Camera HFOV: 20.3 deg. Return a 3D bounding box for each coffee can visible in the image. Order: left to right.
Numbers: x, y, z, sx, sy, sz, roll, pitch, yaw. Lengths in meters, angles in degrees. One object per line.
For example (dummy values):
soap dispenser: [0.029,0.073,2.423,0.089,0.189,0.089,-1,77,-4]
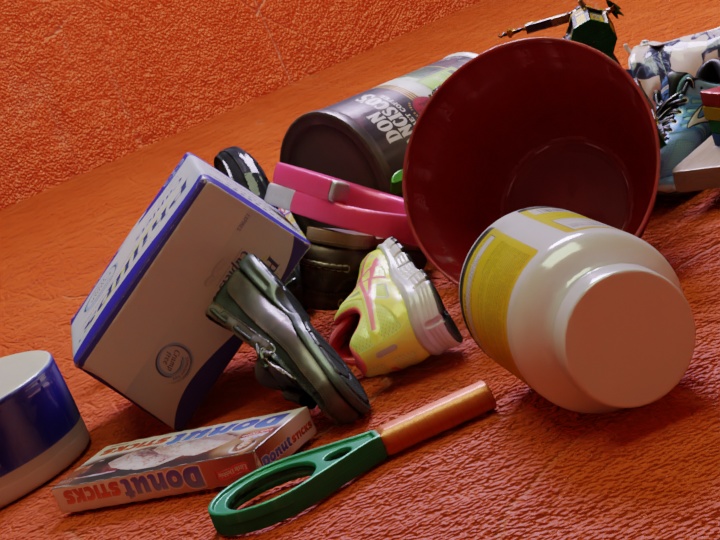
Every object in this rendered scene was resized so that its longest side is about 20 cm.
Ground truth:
coffee can: [0.045,-0.106,1.872,0.199,0.147,0.146,-26,12,-39]

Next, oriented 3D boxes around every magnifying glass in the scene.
magnifying glass: [-0.005,0.121,1.303,0.199,0.023,0.080,-26,12,-7]

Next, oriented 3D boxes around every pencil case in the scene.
pencil case: [0.349,-0.200,1.909,0.199,0.090,0.078,-17,12,21]

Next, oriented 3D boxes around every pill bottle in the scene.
pill bottle: [0.135,0.025,1.241,0.111,0.113,0.200,-23,12,-7]

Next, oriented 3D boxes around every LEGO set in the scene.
LEGO set: [0.151,-0.131,1.628,0.200,0.154,0.116,-39,17,16]

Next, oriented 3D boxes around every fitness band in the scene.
fitness band: [0.006,-0.053,1.671,0.143,0.038,0.200,11,6,-32]

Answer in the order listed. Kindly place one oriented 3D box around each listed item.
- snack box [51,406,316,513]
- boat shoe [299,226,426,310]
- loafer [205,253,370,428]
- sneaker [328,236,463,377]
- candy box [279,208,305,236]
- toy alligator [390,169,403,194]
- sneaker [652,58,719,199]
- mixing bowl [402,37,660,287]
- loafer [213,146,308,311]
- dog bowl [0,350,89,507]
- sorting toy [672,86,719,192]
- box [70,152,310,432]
snack box: [-0.128,0.137,1.438,0.199,0.024,0.072,-14,14,36]
boat shoe: [0.000,0.000,1.688,0.070,0.071,0.200,7,4,25]
loafer: [-0.055,0.063,1.473,0.063,0.072,0.200,-41,38,2]
sneaker: [0.012,0.033,1.527,0.090,0.078,0.200,-31,9,-2]
candy box: [-0.091,-0.015,1.888,0.199,0.102,0.026,-26,-29,-20]
toy alligator: [0.121,-0.092,1.716,0.199,0.060,0.054,-21,52,-21]
sneaker: [0.263,-0.119,1.702,0.078,0.090,0.200,-11,18,43]
mixing bowl: [0.141,-0.063,1.512,0.199,0.201,0.108,-18,-19,17]
loafer: [-0.104,-0.036,1.838,0.070,0.068,0.201,-17,52,-11]
dog bowl: [-0.328,0.143,1.646,0.199,0.079,0.200,-21,11,5]
sorting toy: [0.369,-0.139,1.601,0.198,0.070,0.200,-6,19,36]
box: [-0.144,0.012,1.645,0.184,0.105,0.200,-55,13,2]
